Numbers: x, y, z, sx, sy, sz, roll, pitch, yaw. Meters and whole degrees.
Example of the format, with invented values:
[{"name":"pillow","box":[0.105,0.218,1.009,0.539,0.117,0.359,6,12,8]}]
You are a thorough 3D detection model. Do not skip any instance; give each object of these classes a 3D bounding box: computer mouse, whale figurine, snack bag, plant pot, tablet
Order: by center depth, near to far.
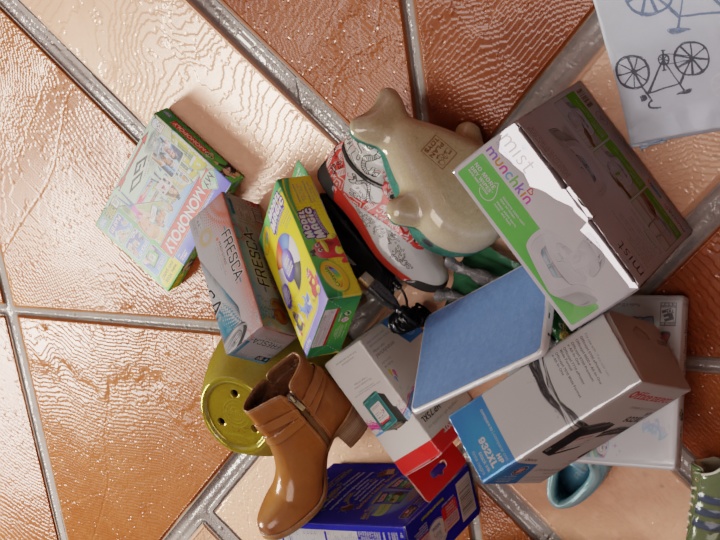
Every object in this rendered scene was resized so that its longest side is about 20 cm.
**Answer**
[{"name":"snack bag","box":[0.329,-0.226,1.388,0.188,0.021,0.200,-8,105,34]},{"name":"tablet","box":[0.128,0.067,1.486,0.014,0.130,0.200,31,140,-26]},{"name":"whale figurine","box":[0.071,-0.100,1.529,0.200,0.159,0.104,42,152,-3]},{"name":"computer mouse","box":[0.000,0.000,1.610,0.046,0.140,0.200,-40,86,12]},{"name":"plant pot","box":[-0.114,0.149,1.743,0.200,0.142,0.200,12,116,26]}]

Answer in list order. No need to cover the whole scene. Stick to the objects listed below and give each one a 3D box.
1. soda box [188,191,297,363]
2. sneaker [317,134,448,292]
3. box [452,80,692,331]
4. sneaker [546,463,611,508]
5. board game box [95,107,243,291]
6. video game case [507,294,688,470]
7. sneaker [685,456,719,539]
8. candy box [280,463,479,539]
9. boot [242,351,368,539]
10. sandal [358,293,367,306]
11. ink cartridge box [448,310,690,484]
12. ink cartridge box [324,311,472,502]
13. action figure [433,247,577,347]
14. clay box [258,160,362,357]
[{"name":"soda box","box":[-0.139,0.007,1.683,0.068,0.064,0.200,-40,52,28]},{"name":"sneaker","box":[0.046,-0.075,1.596,0.201,0.067,0.108,49,129,8]},{"name":"box","box":[0.217,-0.069,1.427,0.097,0.176,0.200,-37,89,36]},{"name":"sneaker","box":[0.259,0.184,1.567,0.074,0.082,0.200,24,119,19]},{"name":"board game box","box":[-0.243,-0.087,1.792,0.135,0.029,0.200,42,126,11]},{"name":"video game case","box":[0.251,0.117,1.531,0.200,0.024,0.182,0,82,31]},{"name":"sneaker","box":[0.387,0.241,1.530,0.090,0.067,0.200,45,126,17]},{"name":"candy box","box":[0.015,0.296,1.711,0.200,0.169,0.077,-3,107,33]},{"name":"boot","box":[-0.088,0.199,1.637,0.074,0.200,0.155,21,163,43]},{"name":"sandal","box":[-0.091,0.007,1.712,0.211,0.078,0.070,2,110,37]},{"name":"ink cartridge box","box":[0.215,0.134,1.451,0.200,0.145,0.084,-36,65,23]},{"name":"ink cartridge box","box":[0.063,0.154,1.654,0.067,0.116,0.200,-37,90,36]},{"name":"action figure","box":[0.177,0.039,1.545,0.200,0.055,0.118,19,98,30]},{"name":"clay box","box":[-0.064,-0.016,1.614,0.200,0.048,0.115,64,151,31]}]
